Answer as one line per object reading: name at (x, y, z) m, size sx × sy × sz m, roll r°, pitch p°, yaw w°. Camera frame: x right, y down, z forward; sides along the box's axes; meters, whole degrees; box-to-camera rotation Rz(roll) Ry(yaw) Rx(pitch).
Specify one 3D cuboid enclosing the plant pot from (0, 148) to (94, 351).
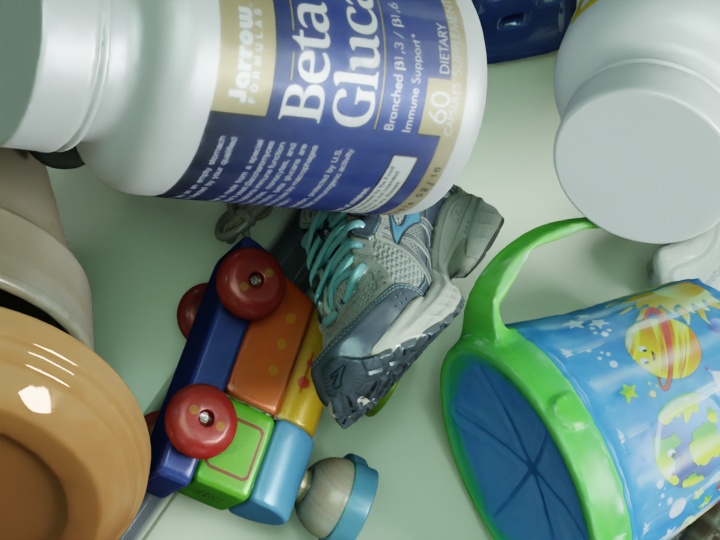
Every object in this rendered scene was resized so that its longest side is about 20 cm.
plant pot at (-0.222, -0.031, 0.864) m, size 0.197 × 0.201 × 0.175 m, roll -3°, pitch 61°, yaw -5°

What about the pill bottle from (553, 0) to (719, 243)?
pill bottle at (0.156, -0.108, 0.894) m, size 0.112 × 0.113 × 0.201 m, roll 25°, pitch 46°, yaw 2°

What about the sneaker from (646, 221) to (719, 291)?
sneaker at (0.210, -0.062, 0.952) m, size 0.080 × 0.075 × 0.202 m, roll 23°, pitch 76°, yaw 11°

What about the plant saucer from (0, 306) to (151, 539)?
plant saucer at (-0.191, 0.093, 0.824) m, size 0.198 × 0.201 × 0.038 m, roll -2°, pitch 44°, yaw -5°

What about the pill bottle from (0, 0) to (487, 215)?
pill bottle at (-0.056, -0.084, 0.778) m, size 0.198 × 0.111 × 0.112 m, roll 3°, pitch 75°, yaw -32°

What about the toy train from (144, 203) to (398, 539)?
toy train at (-0.027, 0.029, 0.914) m, size 0.115 × 0.085 × 0.202 m, roll 25°, pitch 68°, yaw -14°

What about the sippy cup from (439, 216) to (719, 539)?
sippy cup at (0.125, 0.071, 0.887) m, size 0.129 × 0.179 × 0.140 m, roll -24°, pitch 45°, yaw -20°

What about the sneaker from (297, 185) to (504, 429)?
sneaker at (0.000, 0.000, 0.868) m, size 0.086 × 0.200 × 0.078 m, roll 41°, pitch 115°, yaw -5°

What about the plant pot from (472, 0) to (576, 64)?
plant pot at (0.006, -0.215, 0.914) m, size 0.198 × 0.180 × 0.202 m, roll -8°, pitch 78°, yaw -6°

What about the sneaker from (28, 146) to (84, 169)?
sneaker at (-0.114, -0.109, 0.895) m, size 0.075 × 0.091 × 0.201 m, roll 1°, pitch 43°, yaw 11°
